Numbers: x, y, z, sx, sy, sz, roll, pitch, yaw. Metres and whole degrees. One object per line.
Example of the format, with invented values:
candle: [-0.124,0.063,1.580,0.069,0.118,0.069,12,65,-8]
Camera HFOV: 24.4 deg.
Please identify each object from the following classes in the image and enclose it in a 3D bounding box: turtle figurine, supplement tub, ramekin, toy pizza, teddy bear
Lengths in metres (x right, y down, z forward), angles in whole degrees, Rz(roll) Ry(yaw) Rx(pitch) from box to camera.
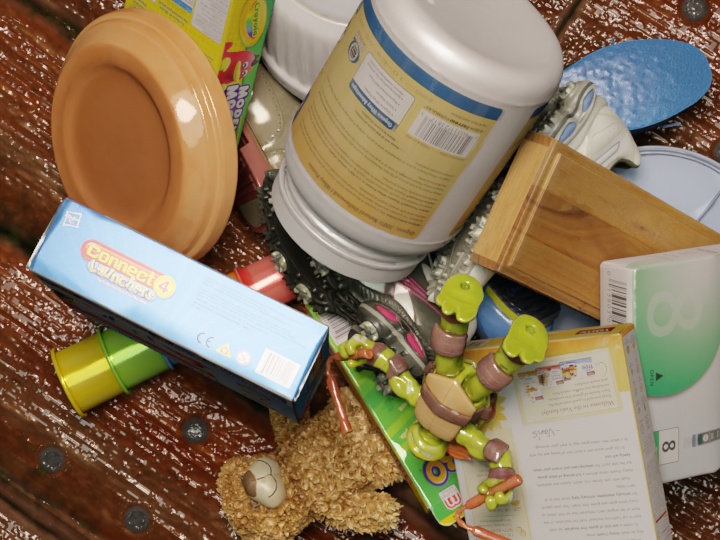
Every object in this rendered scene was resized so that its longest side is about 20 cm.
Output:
turtle figurine: [0.072,0.089,1.135,0.200,0.162,0.064,44,45,18]
supplement tub: [0.034,-0.103,1.154,0.144,0.145,0.200,38,125,6]
ramekin: [0.007,-0.228,1.265,0.199,0.105,0.202,-1,67,2]
toy pizza: [0.227,0.004,1.292,0.199,0.032,0.202,0,90,3]
teddy bear: [-0.018,0.140,1.277,0.199,0.067,0.146,-12,82,1]

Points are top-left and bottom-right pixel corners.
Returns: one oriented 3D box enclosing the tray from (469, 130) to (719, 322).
tray: [0.176,-0.016,1.200,0.199,0.037,0.099,24,91,-38]

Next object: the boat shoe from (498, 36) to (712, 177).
boat shoe: [0.172,-0.129,1.293,0.199,0.069,0.085,-14,82,5]

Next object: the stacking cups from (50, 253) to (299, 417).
stacking cups: [-0.140,0.046,1.303,0.199,0.061,0.061,-26,84,-5]

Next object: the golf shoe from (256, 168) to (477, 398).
golf shoe: [0.000,0.000,1.243,0.088,0.077,0.200,-33,80,-31]

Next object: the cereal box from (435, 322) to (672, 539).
cereal box: [0.139,0.145,1.173,0.143,0.039,0.201,-7,98,27]

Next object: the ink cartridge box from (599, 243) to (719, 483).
ink cartridge box: [0.266,0.062,1.215,0.199,0.050,0.162,-8,102,-24]

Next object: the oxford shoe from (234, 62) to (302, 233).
oxford shoe: [-0.084,-0.129,1.317,0.074,0.070,0.201,-16,82,-25]

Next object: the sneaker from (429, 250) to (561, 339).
sneaker: [0.073,-0.011,1.288,0.066,0.079,0.201,-18,63,-37]

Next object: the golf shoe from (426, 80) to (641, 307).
golf shoe: [0.132,-0.040,1.213,0.097,0.078,0.200,40,82,-15]

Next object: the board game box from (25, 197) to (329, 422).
board game box: [-0.120,0.033,1.175,0.199,0.196,0.056,26,82,3]

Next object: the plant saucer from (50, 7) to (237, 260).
plant saucer: [-0.173,-0.096,1.258,0.199,0.037,0.202,15,113,40]

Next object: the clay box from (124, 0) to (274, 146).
clay box: [-0.135,-0.151,1.265,0.115,0.047,0.201,39,127,31]

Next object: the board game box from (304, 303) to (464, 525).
board game box: [0.048,0.088,1.257,0.095,0.030,0.201,-29,73,-12]
